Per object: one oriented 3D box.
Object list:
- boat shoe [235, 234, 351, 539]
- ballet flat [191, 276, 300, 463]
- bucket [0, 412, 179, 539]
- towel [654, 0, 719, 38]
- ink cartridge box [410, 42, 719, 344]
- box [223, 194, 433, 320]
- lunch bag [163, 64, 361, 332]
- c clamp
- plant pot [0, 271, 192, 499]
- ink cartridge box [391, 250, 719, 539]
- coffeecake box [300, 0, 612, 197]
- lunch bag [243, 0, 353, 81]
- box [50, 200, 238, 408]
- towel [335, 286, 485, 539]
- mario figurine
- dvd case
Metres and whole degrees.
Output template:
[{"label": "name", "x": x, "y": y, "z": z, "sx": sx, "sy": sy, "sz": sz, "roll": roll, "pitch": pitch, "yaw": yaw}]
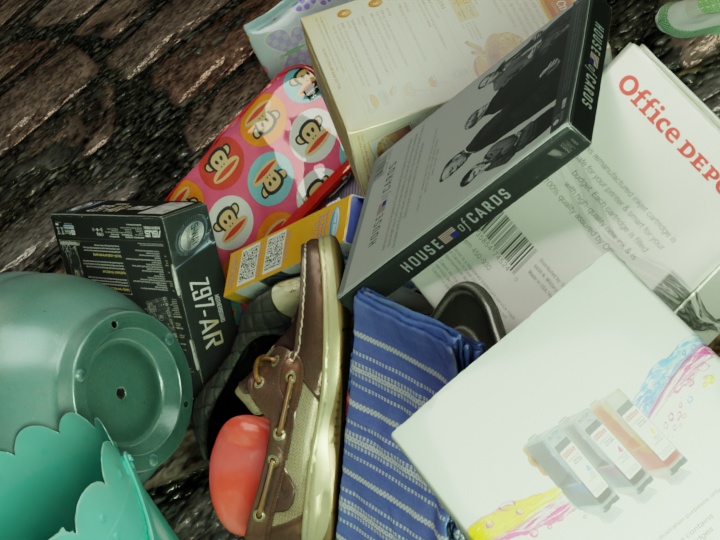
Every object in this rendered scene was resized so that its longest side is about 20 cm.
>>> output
[{"label": "boat shoe", "x": -0.045, "y": 0.077, "z": 1.203, "sx": 0.071, "sy": 0.203, "sz": 0.072, "roll": 3, "pitch": 2, "yaw": 4}, {"label": "ballet flat", "x": -0.068, "y": 0.072, "z": 1.381, "sx": 0.200, "sy": 0.066, "sz": 0.057, "roll": 124, "pitch": 151, "yaw": -44}, {"label": "bucket", "x": -0.215, "y": 0.215, "z": 1.294, "sx": 0.206, "sy": 0.135, "sz": 0.208, "roll": -31, "pitch": 25, "yaw": 16}, {"label": "towel", "x": 0.311, "y": -0.182, "z": 1.268, "sx": 0.148, "sy": 0.031, "sz": 0.200, "roll": -10, "pitch": 4, "yaw": -26}, {"label": "ink cartridge box", "x": 0.152, "y": -0.010, "z": 1.134, "sx": 0.200, "sy": 0.083, "sz": 0.147, "roll": -46, "pitch": 59, "yaw": 11}, {"label": "box", "x": 0.000, "y": 0.000, "z": 1.352, "sx": 0.199, "sy": 0.118, "sz": 0.042, "roll": -21, "pitch": 54, "yaw": 57}, {"label": "lunch bag", "x": -0.051, "y": -0.043, "z": 1.513, "sx": 0.200, "sy": 0.082, "sz": 0.177, "roll": -46, "pitch": 62, "yaw": 15}, {"label": "c clamp", "x": 0.057, "y": 0.100, "z": 1.099, "sx": 0.171, "sy": 0.027, "sz": 0.201, "roll": -60, "pitch": 37, "yaw": 43}, {"label": "plant pot", "x": -0.211, "y": 0.095, "z": 1.428, "sx": 0.133, "sy": 0.201, "sz": 0.201, "roll": -7, "pitch": 38, "yaw": 42}, {"label": "ink cartridge box", "x": 0.139, "y": 0.125, "z": 0.887, "sx": 0.144, "sy": 0.146, "sz": 0.200, "roll": -38, "pitch": 45, "yaw": -1}, {"label": "coffeecake box", "x": 0.072, "y": -0.150, "z": 1.406, "sx": 0.198, "sy": 0.074, "sz": 0.154, "roll": -19, "pitch": 42, "yaw": -3}, {"label": "lunch bag", "x": 0.032, "y": -0.186, "z": 1.601, "sx": 0.199, "sy": 0.171, "sz": 0.127, "roll": -32, "pitch": -2, "yaw": 17}, {"label": "box", "x": -0.172, "y": 0.026, "z": 1.536, "sx": 0.043, "sy": 0.162, "sz": 0.199, "roll": -20, "pitch": 13, "yaw": -32}, {"label": "towel", "x": 0.021, "y": 0.120, "z": 1.107, "sx": 0.024, "sy": 0.202, "sz": 0.144, "roll": 0, "pitch": 12, "yaw": -28}, {"label": "mario figurine", "x": -0.028, "y": 0.121, "z": 1.311, "sx": 0.200, "sy": 0.106, "sz": 0.124, "roll": -45, "pitch": -13, "yaw": -40}, {"label": "dvd case", "x": 0.070, "y": -0.072, "z": 1.167, "sx": 0.200, "sy": 0.025, "sz": 0.151, "roll": -38, "pitch": 23, "yaw": 34}]
